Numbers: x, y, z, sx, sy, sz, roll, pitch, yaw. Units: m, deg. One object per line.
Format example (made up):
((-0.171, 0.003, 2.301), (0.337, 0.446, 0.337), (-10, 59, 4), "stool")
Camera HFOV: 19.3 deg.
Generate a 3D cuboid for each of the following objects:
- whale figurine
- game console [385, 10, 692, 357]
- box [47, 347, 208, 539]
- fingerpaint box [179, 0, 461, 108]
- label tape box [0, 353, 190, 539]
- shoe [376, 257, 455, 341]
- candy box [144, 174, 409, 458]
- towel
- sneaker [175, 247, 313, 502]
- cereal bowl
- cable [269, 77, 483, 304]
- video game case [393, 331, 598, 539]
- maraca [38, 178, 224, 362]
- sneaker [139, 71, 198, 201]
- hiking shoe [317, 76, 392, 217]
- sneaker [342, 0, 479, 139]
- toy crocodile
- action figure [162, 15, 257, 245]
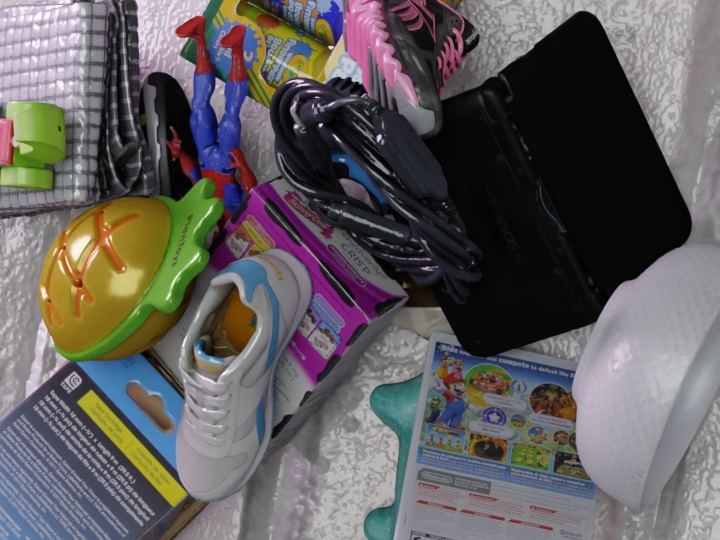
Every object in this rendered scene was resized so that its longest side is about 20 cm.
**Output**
((0.069, 0.169, 1.607), (0.159, 0.104, 0.201), (-23, 82, 13), "whale figurine")
((0.126, -0.062, 1.583), (0.175, 0.116, 0.200), (-19, 110, 26), "game console")
((-0.205, 0.155, 1.692), (0.200, 0.021, 0.164), (-45, 78, 26), "box")
((-0.019, -0.212, 1.662), (0.167, 0.073, 0.200), (31, 96, 13), "fingerpaint box")
((-0.218, 0.164, 1.638), (0.200, 0.063, 0.144), (-41, 77, -16), "label tape box")
((0.000, 0.000, 1.651), (0.199, 0.053, 0.070), (20, 76, 12), "shoe")
((-0.069, 0.039, 1.627), (0.136, 0.061, 0.200), (49, 129, 11), "candy box")
((-0.244, -0.127, 1.681), (0.200, 0.085, 0.166), (-5, 84, 47), "towel")
((-0.102, 0.080, 1.557), (0.076, 0.081, 0.201), (25, 110, 26), "sneaker")
((0.209, 0.068, 1.527), (0.083, 0.200, 0.201), (24, 94, 16), "cereal bowl")
((0.009, -0.049, 1.503), (0.051, 0.163, 0.200), (-49, 114, -23), "cable")
((0.106, 0.145, 1.569), (0.143, 0.018, 0.201), (12, 55, 0), "video game case")
((-0.169, 0.000, 1.583), (0.200, 0.107, 0.138), (-24, 46, 45), "maraca")
((-0.180, -0.059, 1.699), (0.083, 0.072, 0.201), (-2, 87, 17), "sneaker")
((0.044, -0.076, 1.615), (0.199, 0.074, 0.087), (23, 105, -19), "hiking shoe")
((0.044, -0.160, 1.528), (0.095, 0.200, 0.079), (-5, 126, -9), "sneaker")
((-0.284, -0.098, 1.614), (0.200, 0.062, 0.068), (5, 90, 47), "toy crocodile")
((-0.113, -0.096, 1.657), (0.065, 0.052, 0.201), (12, 126, 22), "action figure")
